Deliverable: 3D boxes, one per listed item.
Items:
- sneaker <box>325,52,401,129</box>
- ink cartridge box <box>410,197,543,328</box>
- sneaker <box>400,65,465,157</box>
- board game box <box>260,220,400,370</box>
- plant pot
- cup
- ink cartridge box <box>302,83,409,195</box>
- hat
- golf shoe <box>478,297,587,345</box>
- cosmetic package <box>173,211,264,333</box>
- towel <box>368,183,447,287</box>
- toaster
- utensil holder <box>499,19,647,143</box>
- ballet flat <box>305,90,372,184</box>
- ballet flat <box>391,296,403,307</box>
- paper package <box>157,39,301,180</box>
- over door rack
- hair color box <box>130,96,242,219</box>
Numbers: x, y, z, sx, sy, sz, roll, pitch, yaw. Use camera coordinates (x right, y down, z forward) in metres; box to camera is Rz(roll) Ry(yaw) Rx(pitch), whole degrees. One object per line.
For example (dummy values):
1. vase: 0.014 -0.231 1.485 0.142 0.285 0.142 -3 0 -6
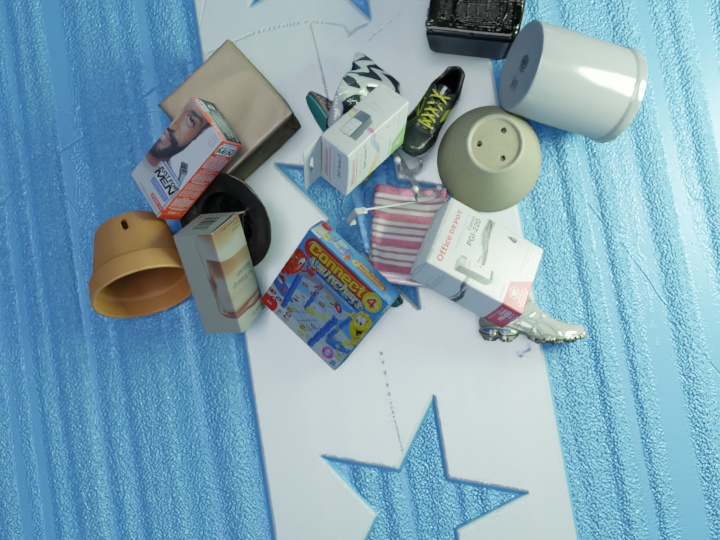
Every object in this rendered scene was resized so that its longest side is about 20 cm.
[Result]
1. sneaker: 0.018 -0.314 1.348 0.128 0.080 0.200 24 46 -4
2. ink cartridge box: 0.207 -0.014 1.283 0.198 0.085 0.147 27 64 -5
3. sneaker: 0.132 -0.302 1.333 0.074 0.085 0.201 27 69 4
4. board game box: -0.059 0.048 1.330 0.200 0.056 0.196 42 122 7
5. plant pot: -0.419 -0.017 1.357 0.198 0.200 0.141 -24 69 4
6. cup: 0.239 -0.217 1.315 0.198 0.143 0.203 0 86 6
7. ink cartridge box: -0.008 -0.212 1.234 0.067 0.117 0.200 39 67 17
8. hat: -0.244 -0.103 1.381 0.198 0.081 0.203 8 114 18
9. golf shoe: 0.319 0.087 1.328 0.197 0.078 0.099 4 82 5
10. cosmetic package: -0.256 0.005 1.326 0.086 0.104 0.202 -1 118 22
11. towel: 0.090 -0.067 1.346 0.144 0.030 0.202 3 68 3
12. toaster: 0.223 -0.505 1.343 0.197 0.119 0.183 7 88 6
13. utensil holder: 0.368 -0.333 1.265 0.198 0.170 0.172 13 88 -15
14. ballet flat: -0.034 -0.261 1.392 0.075 0.068 0.202 -25 90 -18
15. ballet flat: 0.000 0.000 1.370 0.198 0.068 0.064 25 62 4
16. paper package: -0.248 -0.301 1.389 0.190 0.103 0.200 -42 83 2
17. over door rack: 0.037 -0.178 1.316 0.198 0.067 0.149 -18 66 -27
18. hair color box: -0.318 -0.201 1.309 0.200 0.064 0.111 -44 70 21
